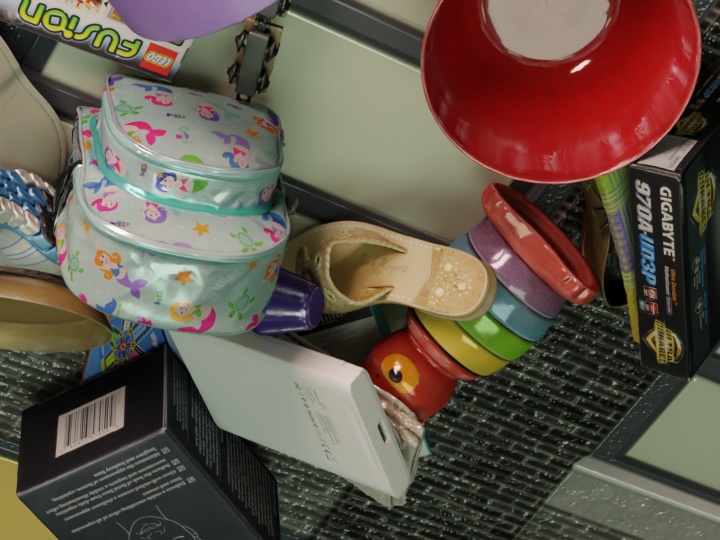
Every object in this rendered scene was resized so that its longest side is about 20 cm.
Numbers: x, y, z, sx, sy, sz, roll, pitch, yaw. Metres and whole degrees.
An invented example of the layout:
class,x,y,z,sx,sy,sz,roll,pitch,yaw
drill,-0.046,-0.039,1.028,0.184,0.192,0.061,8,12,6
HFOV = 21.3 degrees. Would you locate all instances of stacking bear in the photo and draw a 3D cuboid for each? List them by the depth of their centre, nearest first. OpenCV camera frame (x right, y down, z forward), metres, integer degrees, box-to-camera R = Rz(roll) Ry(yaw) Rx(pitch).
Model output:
class,x,y,z,sx,sy,sz,roll,pitch,yaw
stacking bear,0.085,0.040,1.551,0.200,0.114,0.122,-45,82,14

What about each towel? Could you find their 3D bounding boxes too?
class,x,y,z,sx,sy,sz,roll,pitch,yaw
towel,0.234,-0.052,1.509,0.023,0.144,0.201,14,142,34
towel,-0.037,0.114,1.590,0.199,0.035,0.133,32,149,16

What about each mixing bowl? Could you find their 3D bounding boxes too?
class,x,y,z,sx,sy,sz,roll,pitch,yaw
mixing bowl,0.141,-0.175,1.394,0.199,0.109,0.201,0,122,0

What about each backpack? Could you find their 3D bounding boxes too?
class,x,y,z,sx,sy,sz,roll,pitch,yaw
backpack,-0.136,-0.046,1.422,0.176,0.201,0.151,12,125,-14

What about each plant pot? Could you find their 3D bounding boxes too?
class,x,y,z,sx,sy,sz,roll,pitch,yaw
plant pot,-0.294,0.030,1.524,0.199,0.028,0.200,5,166,1

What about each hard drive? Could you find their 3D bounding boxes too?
class,x,y,z,sx,sy,sz,roll,pitch,yaw
hard drive,-0.058,0.104,1.543,0.199,0.027,0.132,16,142,38

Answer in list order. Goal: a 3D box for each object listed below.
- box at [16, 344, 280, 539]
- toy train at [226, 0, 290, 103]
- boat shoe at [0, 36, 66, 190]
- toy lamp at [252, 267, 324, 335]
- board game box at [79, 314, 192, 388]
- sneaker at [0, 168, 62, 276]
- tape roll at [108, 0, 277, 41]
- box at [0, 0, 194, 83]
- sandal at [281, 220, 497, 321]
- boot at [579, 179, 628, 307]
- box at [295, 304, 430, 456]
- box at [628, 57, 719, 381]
class,x,y,z,sx,sy,sz,roll,pitch,yaw
box,-0.178,0.187,1.648,0.148,0.107,0.200,-24,128,14
toy train,-0.062,-0.211,1.395,0.034,0.046,0.201,16,124,-4
boat shoe,-0.279,-0.123,1.448,0.073,0.063,0.200,-40,144,-17
toy lamp,-0.125,0.015,1.520,0.199,0.058,0.058,10,134,23
board game box,-0.189,0.095,1.652,0.102,0.020,0.201,8,129,-14
sneaker,-0.285,-0.034,1.431,0.086,0.075,0.200,-35,146,17
tape roll,-0.096,-0.250,1.258,0.199,0.201,0.085,-25,127,15
box,-0.206,-0.218,1.380,0.199,0.035,0.110,19,125,-20
sandal,0.001,-0.006,1.498,0.211,0.078,0.070,8,169,33
boot,0.208,-0.057,1.529,0.073,0.076,0.201,-6,129,2
box,-0.007,0.086,1.642,0.082,0.049,0.201,-16,129,7
box,0.267,-0.040,1.493,0.046,0.159,0.201,16,134,31
